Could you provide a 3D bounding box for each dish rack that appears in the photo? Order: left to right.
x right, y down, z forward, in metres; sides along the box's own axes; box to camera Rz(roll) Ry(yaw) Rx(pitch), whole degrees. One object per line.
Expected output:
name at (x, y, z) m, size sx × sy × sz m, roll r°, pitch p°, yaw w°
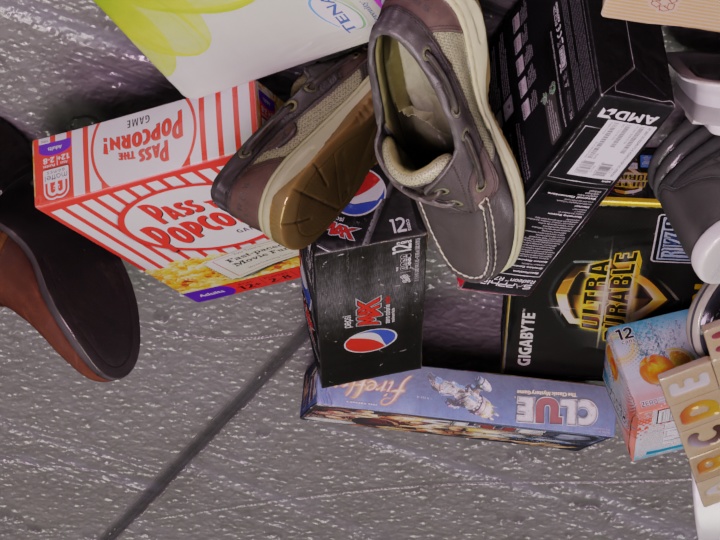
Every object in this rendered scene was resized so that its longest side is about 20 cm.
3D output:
dish rack at (0.270, -0.090, 1.472) m, size 0.199 × 0.172 × 0.044 m, roll 4°, pitch 101°, yaw 0°

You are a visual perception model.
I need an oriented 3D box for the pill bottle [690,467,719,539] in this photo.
pill bottle at (0.329, 0.138, 1.815) m, size 0.199 × 0.115 × 0.114 m, roll -5°, pitch 144°, yaw 12°

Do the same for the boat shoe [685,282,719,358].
boat shoe at (0.291, 0.005, 1.609) m, size 0.199 × 0.062 × 0.075 m, roll -21°, pitch 120°, yaw -11°

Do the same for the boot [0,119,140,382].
boot at (-0.242, 0.026, 1.677) m, size 0.188 × 0.068 × 0.200 m, roll 50°, pitch 133°, yaw 1°

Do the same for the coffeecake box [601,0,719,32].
coffeecake box at (0.162, -0.237, 1.230) m, size 0.073 × 0.201 × 0.154 m, roll 7°, pitch 144°, yaw -6°

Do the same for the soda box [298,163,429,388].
soda box at (0.000, 0.000, 1.591) m, size 0.070 × 0.064 × 0.200 m, roll -11°, pitch 155°, yaw -5°

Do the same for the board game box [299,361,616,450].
board game box at (0.063, 0.090, 1.790) m, size 0.199 × 0.035 × 0.136 m, roll 7°, pitch 172°, yaw -4°

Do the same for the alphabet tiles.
alphabet tiles at (0.272, 0.070, 1.622) m, size 0.166 × 0.008 × 0.200 m, roll -20°, pitch 144°, yaw 5°

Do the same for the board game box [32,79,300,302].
board game box at (-0.083, -0.045, 1.611) m, size 0.151 × 0.047 × 0.200 m, roll -14°, pitch 157°, yaw 23°

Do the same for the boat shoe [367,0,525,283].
boat shoe at (0.038, -0.069, 1.434) m, size 0.072 × 0.066 × 0.202 m, roll 18°, pitch 137°, yaw 34°

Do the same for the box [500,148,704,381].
box at (0.172, -0.001, 1.692) m, size 0.159 × 0.050 × 0.200 m, roll 1°, pitch 144°, yaw 0°

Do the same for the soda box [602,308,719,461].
soda box at (0.255, 0.057, 1.665) m, size 0.199 × 0.069 × 0.064 m, roll -12°, pitch 148°, yaw -7°

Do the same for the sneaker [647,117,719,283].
sneaker at (0.259, -0.071, 1.575) m, size 0.199 × 0.099 × 0.071 m, roll -23°, pitch 144°, yaw -18°

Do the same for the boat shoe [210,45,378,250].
boat shoe at (-0.011, -0.091, 1.481) m, size 0.065 × 0.200 × 0.073 m, roll 23°, pitch 135°, yaw 22°

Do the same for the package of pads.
package of pads at (-0.051, -0.181, 1.442) m, size 0.199 × 0.068 × 0.155 m, roll -16°, pitch 139°, yaw 26°

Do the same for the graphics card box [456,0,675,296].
graphics card box at (0.107, -0.089, 1.504) m, size 0.051 × 0.126 × 0.200 m, roll 8°, pitch 145°, yaw -19°
